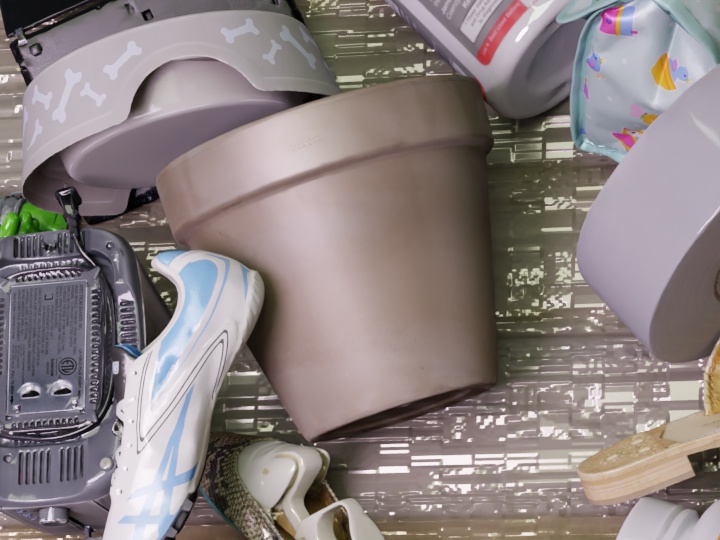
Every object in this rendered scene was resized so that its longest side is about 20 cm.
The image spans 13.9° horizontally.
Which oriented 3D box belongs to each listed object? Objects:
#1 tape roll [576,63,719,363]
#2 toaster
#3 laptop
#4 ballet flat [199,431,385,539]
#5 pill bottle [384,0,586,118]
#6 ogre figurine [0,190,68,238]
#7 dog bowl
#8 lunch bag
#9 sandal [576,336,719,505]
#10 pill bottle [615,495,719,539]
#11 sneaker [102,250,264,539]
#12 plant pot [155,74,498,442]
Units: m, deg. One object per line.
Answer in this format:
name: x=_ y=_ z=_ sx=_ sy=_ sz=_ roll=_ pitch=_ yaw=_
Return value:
tape roll: x=0.217 y=-0.042 z=1.654 sx=0.200 sy=0.200 sz=0.066 roll=-41 pitch=65 yaw=-5
toaster: x=-0.168 y=0.064 z=1.740 sx=0.113 sy=0.129 sz=0.200 roll=-6 pitch=68 yaw=10
laptop: x=-0.127 y=-0.154 z=1.884 sx=0.177 sy=0.103 sz=0.200 roll=-24 pitch=91 yaw=3
ballet flat: x=-0.024 y=0.149 z=1.701 sx=0.068 sy=0.075 sz=0.200 roll=-20 pitch=59 yaw=-37
pill bottle: x=0.062 y=-0.197 z=1.799 sx=0.114 sy=0.114 sz=0.200 roll=-41 pitch=66 yaw=-5
ogre figurine: x=-0.272 y=0.015 z=1.799 sx=0.120 sy=0.098 sz=0.200 roll=13 pitch=64 yaw=28
dog bowl: x=-0.108 y=-0.094 z=1.742 sx=0.200 sy=0.200 sz=0.059 roll=-16 pitch=77 yaw=6
lunch bag: x=0.198 y=-0.163 z=1.693 sx=0.122 sy=0.200 sz=0.170 roll=25 pitch=66 yaw=20
sandal: x=0.213 y=0.059 z=1.656 sx=0.211 sy=0.078 sz=0.070 roll=-23 pitch=101 yaw=-9
pill bottle: x=0.235 y=0.192 z=1.607 sx=0.200 sy=0.109 sz=0.109 roll=19 pitch=74 yaw=20
sneaker: x=-0.113 y=0.085 z=1.632 sx=0.072 sy=0.072 sz=0.200 roll=18 pitch=87 yaw=-2
plant pot: x=0.000 y=0.000 z=1.708 sx=0.200 sy=0.200 sz=0.174 roll=-18 pitch=82 yaw=5
